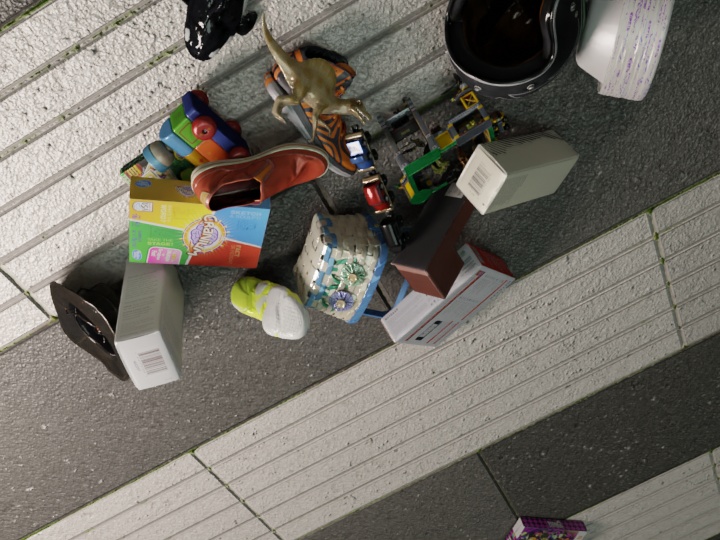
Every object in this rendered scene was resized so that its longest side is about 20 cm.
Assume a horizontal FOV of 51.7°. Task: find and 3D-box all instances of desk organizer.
[{"bbox_3d":[0.137,-0.063,1.162,0.077,0.071,0.203,49,65,-40],"label":"desk organizer"}]

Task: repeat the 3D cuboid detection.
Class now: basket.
[{"bbox_3d":[0.000,0.000,1.201,0.195,0.140,0.179,4,126,-28],"label":"basket"}]

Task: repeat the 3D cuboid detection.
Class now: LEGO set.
[{"bbox_3d":[0.114,-0.208,1.118,0.198,0.118,0.153,-33,155,13],"label":"LEGO set"}]

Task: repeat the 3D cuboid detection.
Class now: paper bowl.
[{"bbox_3d":[0.354,-0.341,1.003,0.102,0.202,0.205,13,127,11],"label":"paper bowl"}]

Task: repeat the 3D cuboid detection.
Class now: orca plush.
[{"bbox_3d":[-0.163,-0.347,0.950,0.199,0.072,0.105,-39,125,15],"label":"orca plush"}]

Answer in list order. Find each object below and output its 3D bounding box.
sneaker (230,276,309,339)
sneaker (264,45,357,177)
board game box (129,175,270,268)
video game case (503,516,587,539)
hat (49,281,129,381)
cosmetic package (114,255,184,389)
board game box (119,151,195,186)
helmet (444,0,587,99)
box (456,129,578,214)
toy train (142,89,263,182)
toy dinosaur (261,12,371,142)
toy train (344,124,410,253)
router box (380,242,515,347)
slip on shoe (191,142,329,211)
[{"bbox_3d":[-0.123,0.063,1.204,0.104,0.198,0.077,22,94,-45],"label":"sneaker"},{"bbox_3d":[-0.039,-0.230,1.062,0.111,0.078,0.200,-33,126,13],"label":"sneaker"},{"bbox_3d":[-0.240,-0.067,1.097,0.194,0.041,0.154,2,145,-16],"label":"board game box"},{"bbox_3d":[0.452,0.702,1.888,0.195,0.036,0.184,11,121,-20],"label":"video game case"},{"bbox_3d":[-0.409,0.076,1.189,0.197,0.081,0.203,27,143,22],"label":"hat"},{"bbox_3d":[-0.318,0.068,1.135,0.072,0.202,0.104,-13,128,-3],"label":"cosmetic package"},{"bbox_3d":[-0.263,-0.105,1.137,0.103,0.024,0.201,-31,127,7],"label":"board game box"},{"bbox_3d":[0.201,-0.329,0.972,0.194,0.203,0.194,-3,136,-11],"label":"helmet"},{"bbox_3d":[0.240,-0.153,1.128,0.197,0.069,0.083,-18,148,-43],"label":"box"},{"bbox_3d":[-0.208,-0.153,1.071,0.115,0.086,0.199,-38,135,13],"label":"toy train"},{"bbox_3d":[-0.080,-0.244,0.996,0.198,0.058,0.102,35,91,-26],"label":"toy dinosaur"},{"bbox_3d":[0.023,-0.115,1.084,0.033,0.046,0.204,-6,119,34],"label":"toy train"},{"bbox_3d":[0.153,0.049,1.278,0.199,0.049,0.178,-43,155,17],"label":"router box"},{"bbox_3d":[-0.133,-0.125,1.028,0.195,0.062,0.075,-14,146,-17],"label":"slip on shoe"}]
